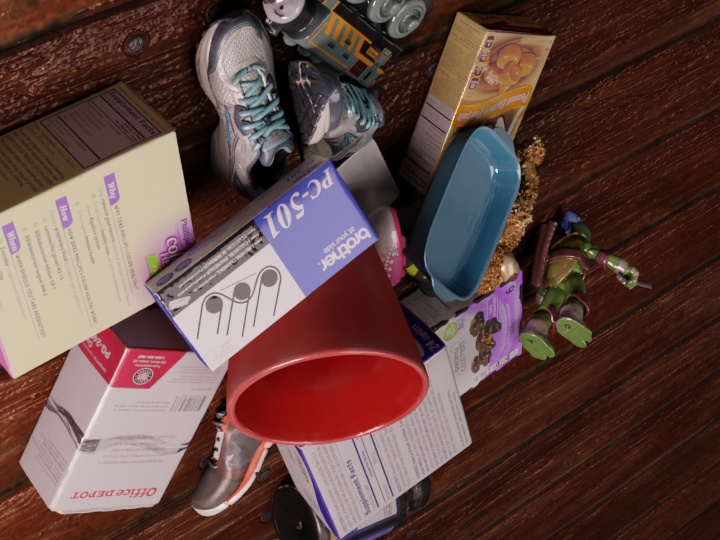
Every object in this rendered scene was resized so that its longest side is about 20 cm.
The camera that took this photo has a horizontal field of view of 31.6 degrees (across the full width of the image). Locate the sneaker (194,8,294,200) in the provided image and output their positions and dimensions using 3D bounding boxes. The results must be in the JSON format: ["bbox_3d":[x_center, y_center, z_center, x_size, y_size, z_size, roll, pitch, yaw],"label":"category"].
[{"bbox_3d":[-0.094,-0.147,1.180,0.077,0.086,0.201,-29,138,-23],"label":"sneaker"}]

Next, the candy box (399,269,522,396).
[{"bbox_3d":[0.112,0.087,1.632,0.199,0.072,0.168,-32,142,-21],"label":"candy box"}]

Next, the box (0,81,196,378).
[{"bbox_3d":[-0.256,-0.037,1.116,0.199,0.097,0.177,-29,140,-23],"label":"box"}]

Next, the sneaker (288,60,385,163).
[{"bbox_3d":[-0.021,-0.156,1.209,0.086,0.078,0.200,-14,173,-5],"label":"sneaker"}]

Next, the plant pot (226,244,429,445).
[{"bbox_3d":[-0.043,0.054,1.277,0.199,0.178,0.201,-8,147,-5],"label":"plant pot"}]

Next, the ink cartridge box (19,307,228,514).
[{"bbox_3d":[-0.240,0.142,1.305,0.145,0.083,0.201,8,117,-49],"label":"ink cartridge box"}]

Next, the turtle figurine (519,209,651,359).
[{"bbox_3d":[0.295,0.041,1.686,0.201,0.143,0.194,75,31,-41],"label":"turtle figurine"}]

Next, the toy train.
[{"bbox_3d":[-0.015,-0.240,1.178,0.114,0.085,0.200,-48,158,10],"label":"toy train"}]

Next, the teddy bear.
[{"bbox_3d":[0.175,-0.063,1.501,0.145,0.066,0.201,132,-21,-59],"label":"teddy bear"}]

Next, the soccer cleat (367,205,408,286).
[{"bbox_3d":[0.000,0.000,1.402,0.086,0.070,0.200,-9,152,-12],"label":"soccer cleat"}]

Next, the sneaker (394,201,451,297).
[{"bbox_3d":[0.067,-0.030,1.494,0.084,0.075,0.200,-1,152,3],"label":"sneaker"}]

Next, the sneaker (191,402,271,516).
[{"bbox_3d":[-0.148,0.190,1.477,0.082,0.077,0.200,33,95,-28],"label":"sneaker"}]

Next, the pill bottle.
[{"bbox_3d":[-0.008,0.302,1.669,0.199,0.112,0.112,-15,132,-38],"label":"pill bottle"}]

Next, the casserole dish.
[{"bbox_3d":[0.110,-0.064,1.381,0.121,0.039,0.201,38,71,-47],"label":"casserole dish"}]

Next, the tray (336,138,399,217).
[{"bbox_3d":[-0.048,-0.052,1.381,0.200,0.022,0.108,-42,144,-9],"label":"tray"}]

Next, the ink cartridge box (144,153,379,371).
[{"bbox_3d":[-0.088,-0.009,1.162,0.200,0.044,0.094,-39,114,-12],"label":"ink cartridge box"}]

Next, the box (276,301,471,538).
[{"bbox_3d":[0.008,0.169,1.441,0.199,0.105,0.184,-33,136,-15],"label":"box"}]

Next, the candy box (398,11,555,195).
[{"bbox_3d":[0.128,-0.183,1.417,0.115,0.055,0.201,-6,126,-41],"label":"candy box"}]
